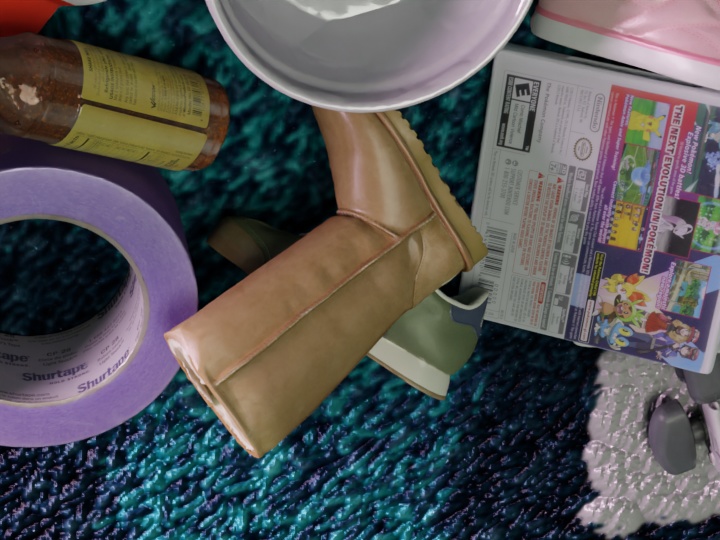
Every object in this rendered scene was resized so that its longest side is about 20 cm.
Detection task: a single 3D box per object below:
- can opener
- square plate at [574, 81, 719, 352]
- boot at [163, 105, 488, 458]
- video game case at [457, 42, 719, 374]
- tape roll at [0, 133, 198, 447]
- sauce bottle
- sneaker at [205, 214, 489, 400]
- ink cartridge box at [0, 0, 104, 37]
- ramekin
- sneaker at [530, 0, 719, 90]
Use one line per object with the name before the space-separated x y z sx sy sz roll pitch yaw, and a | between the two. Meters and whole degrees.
can opener | 0.243 0.078 1.163 0.066 0.053 0.200 -18 122 -4
square plate | 0.238 -0.037 1.051 0.200 0.028 0.198 2 116 17
boot | -0.038 -0.011 0.975 0.200 0.066 0.175 -38 97 -13
video game case | 0.165 -0.040 1.044 0.182 0.023 0.200 14 119 13
tape roll | -0.206 0.007 0.989 0.200 0.085 0.200 -7 121 -11
sauce bottle | -0.173 -0.105 0.917 0.200 0.066 0.066 13 116 -39
sneaker | 0.000 0.000 1.053 0.200 0.067 0.090 34 90 -18
ink cartridge box | -0.208 -0.175 0.850 0.160 0.047 0.200 16 133 -41
ramekin | -0.001 -0.202 0.909 0.200 0.105 0.200 -7 120 -11
sneaker | 0.209 -0.171 0.960 0.200 0.075 0.105 19 109 19
